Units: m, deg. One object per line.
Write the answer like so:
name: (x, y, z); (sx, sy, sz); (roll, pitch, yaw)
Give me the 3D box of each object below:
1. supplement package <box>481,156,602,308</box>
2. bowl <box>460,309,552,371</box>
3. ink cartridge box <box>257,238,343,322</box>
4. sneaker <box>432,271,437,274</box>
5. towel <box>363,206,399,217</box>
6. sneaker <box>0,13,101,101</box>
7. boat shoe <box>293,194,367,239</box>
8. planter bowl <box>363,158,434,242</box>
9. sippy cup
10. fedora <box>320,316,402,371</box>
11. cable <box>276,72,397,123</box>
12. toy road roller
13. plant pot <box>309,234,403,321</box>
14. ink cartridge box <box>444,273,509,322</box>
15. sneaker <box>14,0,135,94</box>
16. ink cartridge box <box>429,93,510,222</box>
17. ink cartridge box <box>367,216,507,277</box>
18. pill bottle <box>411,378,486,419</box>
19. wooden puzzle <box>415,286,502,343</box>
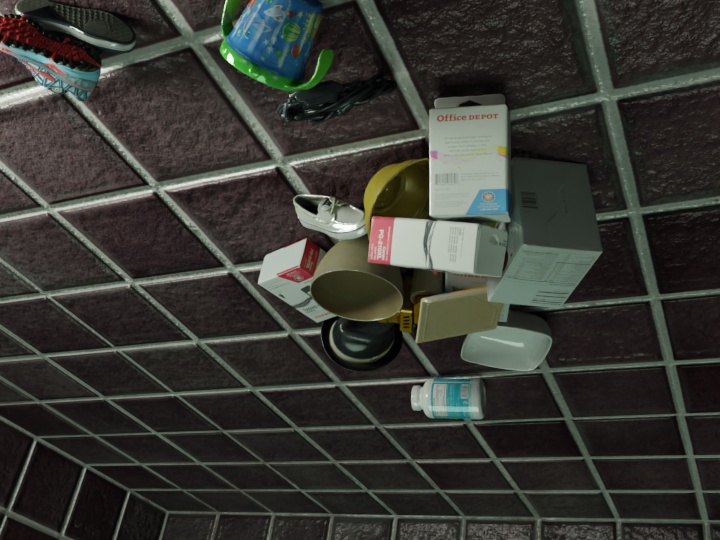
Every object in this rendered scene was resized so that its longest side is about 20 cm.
supplement package: (0.322, -0.065, 1.422); (0.146, 0.192, 0.200); (5, 148, -7)
bowl: (0.351, 0.159, 1.873); (0.199, 0.075, 0.200); (10, 147, 1)
ink cartridge box: (-0.110, 0.027, 1.788); (0.145, 0.084, 0.200); (-21, 136, 39)
sneaker: (0.185, -0.036, 1.517); (0.200, 0.087, 0.074); (-12, 172, -45)
towel: (0.082, -0.073, 1.604); (0.199, 0.024, 0.147); (24, 164, -19)
sneaker: (-0.511, -0.329, 1.234); (0.199, 0.079, 0.096); (26, 136, 1)
boat shoe: (-0.057, -0.116, 1.541); (0.199, 0.072, 0.066); (20, 149, 45)
planter bowl: (0.068, -0.136, 1.457); (0.083, 0.200, 0.201); (41, 166, 37)
sippy cup: (-0.123, -0.357, 1.158); (0.177, 0.140, 0.131); (25, 115, -13)
fedora: (0.010, 0.139, 1.827); (0.199, 0.202, 0.092); (14, 150, -5)
cable: (-0.036, -0.274, 1.274); (0.199, 0.051, 0.163); (-16, 180, -4)
toy road roller: (0.111, 0.064, 1.748); (0.145, 0.123, 0.200); (6, 147, 6)
plant pot: (0.000, 0.000, 1.672); (0.199, 0.135, 0.201); (7, 148, 4)
ink cartridge box: (0.255, 0.021, 1.682); (0.144, 0.085, 0.200); (4, 145, 8)
sneaker: (-0.462, -0.358, 1.295); (0.201, 0.077, 0.147); (17, 136, 7)
ink cartridge box: (0.185, -0.185, 1.294); (0.128, 0.201, 0.125); (0, 178, 14)
ink cartridge box: (0.135, -0.041, 1.343); (0.199, 0.085, 0.145); (7, -179, 29)
pill bottle: (0.245, 0.356, 2.166); (0.199, 0.111, 0.111); (-2, 145, 19)
wooden puzzle: (0.210, 0.087, 1.650); (0.184, 0.037, 0.200); (-9, 150, -7)
